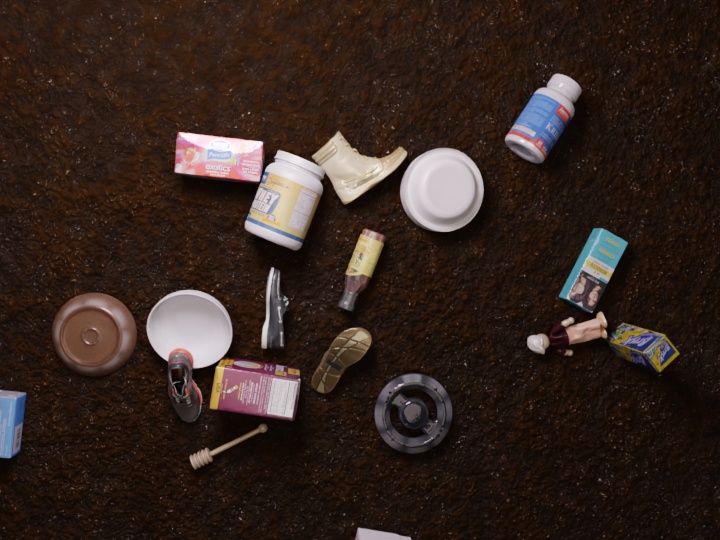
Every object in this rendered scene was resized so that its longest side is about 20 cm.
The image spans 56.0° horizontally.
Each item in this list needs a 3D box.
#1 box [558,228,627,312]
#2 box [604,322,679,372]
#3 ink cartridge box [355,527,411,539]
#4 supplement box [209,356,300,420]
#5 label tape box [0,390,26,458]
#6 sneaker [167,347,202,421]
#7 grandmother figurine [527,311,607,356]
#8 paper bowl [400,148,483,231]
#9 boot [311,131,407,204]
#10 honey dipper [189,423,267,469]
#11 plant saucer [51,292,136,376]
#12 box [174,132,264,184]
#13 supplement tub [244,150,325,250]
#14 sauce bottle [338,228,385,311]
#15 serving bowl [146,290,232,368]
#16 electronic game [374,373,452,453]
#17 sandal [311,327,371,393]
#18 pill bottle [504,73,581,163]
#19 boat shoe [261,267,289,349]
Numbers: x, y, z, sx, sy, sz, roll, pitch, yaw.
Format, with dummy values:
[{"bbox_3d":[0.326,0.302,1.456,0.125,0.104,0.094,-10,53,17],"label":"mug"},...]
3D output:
[{"bbox_3d":[0.592,-0.001,1.724,0.082,0.049,0.201,27,90,-7],"label":"box"},{"bbox_3d":[0.689,0.187,1.669,0.070,0.200,0.064,-41,97,-3],"label":"box"},{"bbox_3d":[0.046,0.766,1.661,0.143,0.147,0.202,13,92,-6],"label":"ink cartridge box"},{"bbox_3d":[-0.247,0.279,1.612,0.198,0.131,0.104,10,92,-7],"label":"supplement box"},{"bbox_3d":[-0.900,0.352,1.583,0.198,0.066,0.145,7,92,-4],"label":"label tape box"},{"bbox_3d":[-0.425,0.285,1.597,0.076,0.082,0.202,-5,116,-2],"label":"sneaker"},{"bbox_3d":[0.522,0.169,1.721,0.198,0.061,0.122,-13,113,-1],"label":"grandmother figurine"},{"bbox_3d":[0.202,-0.195,1.646,0.199,0.104,0.203,0,93,-7],"label":"paper bowl"},{"bbox_3d":[-0.001,-0.277,1.635,0.199,0.073,0.156,-36,99,2],"label":"boot"},{"bbox_3d":[-0.321,0.427,1.660,0.199,0.038,0.038,-26,95,-5],"label":"honey dipper"},{"bbox_3d":[-0.638,0.155,1.613,0.198,0.037,0.203,0,92,-6],"label":"plant saucer"},{"bbox_3d":[-0.327,-0.261,1.589,0.198,0.100,0.096,6,93,-6],"label":"box"},{"bbox_3d":[-0.174,-0.163,1.588,0.144,0.145,0.202,21,91,-7],"label":"supplement tub"},{"bbox_3d":[0.000,0.000,1.654,0.065,0.066,0.202,21,89,-7],"label":"sauce bottle"},{"bbox_3d":[-0.400,0.130,1.607,0.198,0.066,0.202,-1,115,-3],"label":"serving bowl"},{"bbox_3d":[0.133,0.358,1.700,0.198,0.042,0.202,0,92,-5],"label":"electronic game"},{"bbox_3d":[-0.050,0.216,1.673,0.080,0.054,0.201,37,104,-1],"label":"sandal"},{"bbox_3d":[0.452,-0.374,1.657,0.112,0.112,0.201,33,90,-7],"label":"pill bottle"},{"bbox_3d":[-0.202,0.093,1.639,0.060,0.076,0.202,5,104,-5],"label":"boat shoe"}]
